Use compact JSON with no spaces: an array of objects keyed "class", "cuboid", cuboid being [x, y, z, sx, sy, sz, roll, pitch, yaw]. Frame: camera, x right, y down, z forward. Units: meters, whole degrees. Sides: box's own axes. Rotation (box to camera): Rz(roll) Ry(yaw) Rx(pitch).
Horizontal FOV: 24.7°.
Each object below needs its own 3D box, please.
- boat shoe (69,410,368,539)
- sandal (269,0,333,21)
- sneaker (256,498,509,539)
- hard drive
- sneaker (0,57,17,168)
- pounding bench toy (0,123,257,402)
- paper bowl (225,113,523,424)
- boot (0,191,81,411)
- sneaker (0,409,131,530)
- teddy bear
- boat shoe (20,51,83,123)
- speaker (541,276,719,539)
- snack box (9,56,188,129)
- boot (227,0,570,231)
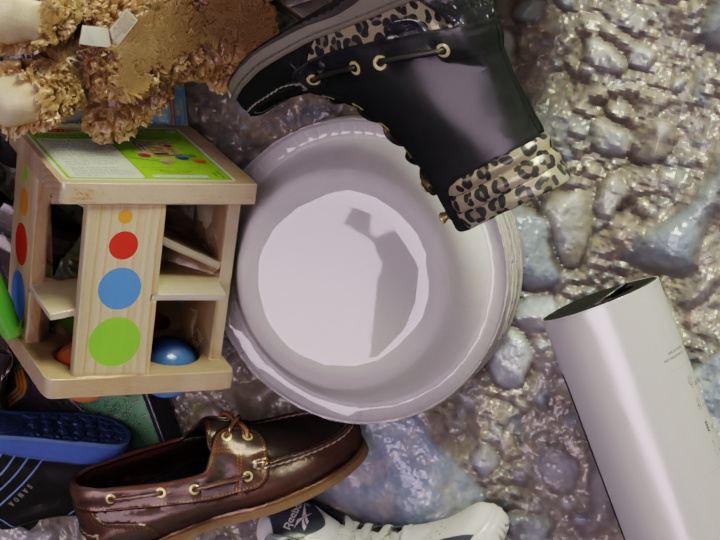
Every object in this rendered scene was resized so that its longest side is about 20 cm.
[{"class":"boat shoe","cuboid":[-0.094,0.131,1.095,0.199,0.070,0.071,-22,112,-10]},{"class":"sandal","cuboid":[-0.060,-0.217,1.074,0.200,0.055,0.082,36,87,11]},{"class":"sneaker","cuboid":[-0.007,0.186,1.107,0.199,0.080,0.130,-38,95,28]},{"class":"hard drive","cuboid":[-0.238,0.096,1.183,0.199,0.038,0.140,-20,92,19]},{"class":"sneaker","cuboid":[-0.290,-0.119,1.114,0.200,0.082,0.073,36,142,31]},{"class":"pounding bench toy","cuboid":[-0.187,-0.001,1.035,0.199,0.124,0.157,-1,112,-27]},{"class":"paper bowl","cuboid":[0.000,0.000,1.066,0.200,0.104,0.202,2,98,16]},{"class":"boot","cuboid":[-0.301,0.004,1.129,0.200,0.069,0.175,31,105,3]},{"class":"sneaker","cuboid":[-0.257,0.133,1.112,0.199,0.070,0.078,9,107,-10]},{"class":"teddy bear","cuboid":[-0.147,-0.145,0.999,0.067,0.200,0.145,26,141,49]},{"class":"boat shoe","cuboid":[-0.218,-0.198,1.082,0.091,0.071,0.201,3,95,23]},{"class":"speaker","cuboid":[0.185,0.107,1.041,0.081,0.081,0.201,-20,93,18]},{"class":"snack box","cuboid":[-0.185,-0.183,1.125,0.116,0.037,0.201,-3,98,18]},{"class":"boot","cuboid":[0.019,-0.088,0.973,0.203,0.073,0.154,-23,96,42]}]
